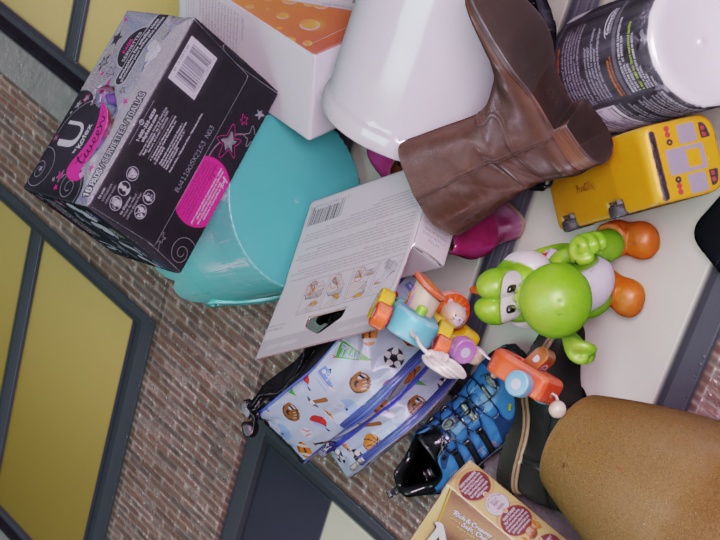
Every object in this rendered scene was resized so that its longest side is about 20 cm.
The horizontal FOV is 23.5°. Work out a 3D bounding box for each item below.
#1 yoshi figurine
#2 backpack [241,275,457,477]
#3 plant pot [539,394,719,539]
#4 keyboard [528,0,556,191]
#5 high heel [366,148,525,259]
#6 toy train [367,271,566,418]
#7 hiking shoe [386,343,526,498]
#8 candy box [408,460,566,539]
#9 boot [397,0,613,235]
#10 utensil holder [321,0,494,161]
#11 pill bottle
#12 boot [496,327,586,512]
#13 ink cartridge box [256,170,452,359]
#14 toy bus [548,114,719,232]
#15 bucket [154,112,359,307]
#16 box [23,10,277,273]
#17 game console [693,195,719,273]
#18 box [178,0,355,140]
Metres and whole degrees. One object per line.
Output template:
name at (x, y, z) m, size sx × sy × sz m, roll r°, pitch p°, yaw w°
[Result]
yoshi figurine at (0.183, 0.016, 1.450) m, size 0.112 × 0.199 × 0.113 m, roll -36°, pitch 74°, yaw 43°
backpack at (0.008, 0.092, 1.661) m, size 0.154 × 0.200 × 0.191 m, roll 38°, pitch 138°, yaw 0°
plant pot at (0.254, 0.189, 1.437) m, size 0.199 × 0.186 × 0.188 m, roll 32°, pitch 122°, yaw 37°
keyboard at (0.137, -0.148, 1.451) m, size 0.201 × 0.039 × 0.105 m, roll 86°, pitch 173°, yaw -50°
high heel at (0.056, -0.072, 1.629) m, size 0.200 × 0.096 × 0.068 m, roll 40°, pitch 127°, yaw 31°
toy train at (0.094, 0.056, 1.438) m, size 0.150 × 0.200 × 0.056 m, roll 33°, pitch 96°, yaw 34°
hiking shoe at (0.101, 0.154, 1.652) m, size 0.074 × 0.086 × 0.201 m, roll 48°, pitch 131°, yaw 24°
candy box at (0.145, 0.289, 1.635) m, size 0.200 × 0.055 × 0.116 m, roll 39°, pitch 128°, yaw 13°
boot at (0.085, -0.128, 1.413) m, size 0.199 × 0.064 × 0.187 m, roll -22°, pitch 105°, yaw 49°
utensil holder at (0.071, -0.216, 1.526) m, size 0.170 × 0.169 × 0.201 m, roll 36°, pitch 122°, yaw 33°
pill bottle at (0.222, -0.170, 1.409) m, size 0.200 × 0.105 × 0.107 m, roll -9°, pitch 95°, yaw 65°
boot at (0.209, 0.144, 1.562) m, size 0.138 × 0.077 × 0.201 m, roll 31°, pitch 132°, yaw 29°
ink cartridge box at (0.000, 0.000, 1.580) m, size 0.199 × 0.045 × 0.177 m, roll -16°, pitch 49°, yaw 52°
toy bus at (0.221, -0.079, 1.438) m, size 0.200 × 0.078 × 0.066 m, roll 162°, pitch 93°, yaw -76°
bucket at (-0.104, -0.066, 1.724) m, size 0.134 × 0.206 × 0.209 m, roll -2°, pitch 99°, yaw 46°
box at (-0.194, -0.122, 1.600) m, size 0.114 × 0.132 × 0.201 m, roll 13°, pitch 71°, yaw 46°
game console at (0.339, -0.001, 1.345) m, size 0.201 × 0.118 × 0.173 m, roll 55°, pitch 133°, yaw 20°
box at (-0.068, -0.231, 1.678) m, size 0.200 × 0.124 × 0.098 m, roll 36°, pitch 138°, yaw 32°
